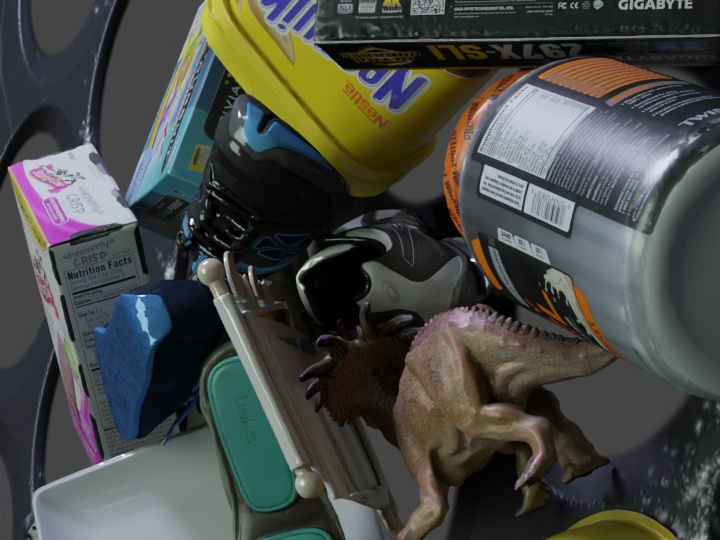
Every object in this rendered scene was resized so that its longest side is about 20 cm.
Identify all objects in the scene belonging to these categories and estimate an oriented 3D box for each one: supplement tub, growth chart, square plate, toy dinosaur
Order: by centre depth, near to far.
[{"bbox_3d":[0.122,-0.025,1.067,0.200,0.122,0.123,30,107,62],"label":"supplement tub"},{"bbox_3d":[0.043,0.055,1.173,0.200,0.086,0.136,-41,70,45],"label":"toy dinosaur"},{"bbox_3d":[-0.026,0.066,1.251,0.018,0.200,0.145,-27,72,8],"label":"growth chart"},{"bbox_3d":[-0.077,0.174,1.365,0.198,0.028,0.200,-21,53,7],"label":"square plate"}]

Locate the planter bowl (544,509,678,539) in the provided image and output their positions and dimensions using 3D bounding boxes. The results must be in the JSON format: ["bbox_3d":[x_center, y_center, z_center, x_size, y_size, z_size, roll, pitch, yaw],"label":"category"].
[{"bbox_3d":[0.077,0.205,1.116,0.200,0.083,0.201,-29,56,56],"label":"planter bowl"}]

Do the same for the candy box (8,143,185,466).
[{"bbox_3d":[-0.164,0.038,1.562,0.136,0.061,0.200,-128,25,-61],"label":"candy box"}]

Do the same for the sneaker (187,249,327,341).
[{"bbox_3d":[-0.075,0.003,1.489,0.070,0.075,0.200,-65,31,27],"label":"sneaker"}]

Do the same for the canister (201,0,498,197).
[{"bbox_3d":[0.021,-0.152,1.294,0.149,0.087,0.200,50,134,5],"label":"canister"}]

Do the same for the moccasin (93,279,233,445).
[{"bbox_3d":[-0.104,0.052,1.372,0.200,0.068,0.081,144,108,-73],"label":"moccasin"}]

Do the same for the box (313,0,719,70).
[{"bbox_3d":[0.082,-0.176,1.148,0.200,0.049,0.160,0,77,19],"label":"box"}]

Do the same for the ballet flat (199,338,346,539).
[{"bbox_3d":[-0.038,0.132,1.309,0.064,0.067,0.200,-5,-97,-76],"label":"ballet flat"}]

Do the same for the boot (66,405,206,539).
[{"bbox_3d":[-0.125,0.148,1.465,0.077,0.138,0.200,-47,40,50],"label":"boot"}]

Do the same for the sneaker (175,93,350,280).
[{"bbox_3d":[-0.055,-0.031,1.297,0.082,0.073,0.200,-44,-11,-8],"label":"sneaker"}]

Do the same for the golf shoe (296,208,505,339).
[{"bbox_3d":[0.000,0.000,1.327,0.200,0.094,0.078,4,85,64],"label":"golf shoe"}]

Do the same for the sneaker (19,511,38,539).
[{"bbox_3d":[-0.190,0.217,1.633,0.200,0.075,0.114,167,108,-64],"label":"sneaker"}]

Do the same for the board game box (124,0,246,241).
[{"bbox_3d":[-0.088,-0.106,1.496,0.200,0.047,0.151,155,136,-75],"label":"board game box"}]
